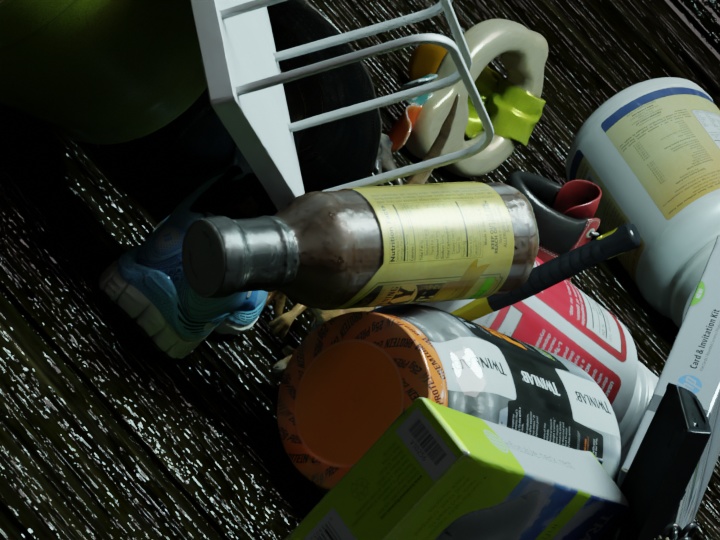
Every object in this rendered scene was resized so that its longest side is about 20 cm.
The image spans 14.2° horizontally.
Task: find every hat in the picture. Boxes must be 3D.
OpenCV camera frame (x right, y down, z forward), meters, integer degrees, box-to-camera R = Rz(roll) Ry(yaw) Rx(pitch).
[{"bbox_3d":[-0.083,-0.091,1.682,0.201,0.201,0.081,46,58,-3],"label":"hat"}]

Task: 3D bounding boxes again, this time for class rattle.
[{"bbox_3d":[0.043,-0.144,2.213,0.200,0.130,0.143,-20,53,-44],"label":"rattle"}]

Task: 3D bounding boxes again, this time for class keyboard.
[{"bbox_3d":[0.138,0.163,1.504,0.021,0.200,0.127,19,21,-8],"label":"keyboard"}]

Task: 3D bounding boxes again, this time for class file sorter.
[{"bbox_3d":[-0.018,-0.155,1.520,0.139,0.124,0.200,60,15,-61],"label":"file sorter"}]

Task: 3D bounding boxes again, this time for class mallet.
[{"bbox_3d":[0.066,0.024,1.651,0.041,0.200,0.066,62,23,-5],"label":"mallet"}]

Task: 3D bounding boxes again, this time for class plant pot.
[{"bbox_3d":[-0.168,-0.167,1.557,0.193,0.200,0.201,44,12,-53],"label":"plant pot"}]

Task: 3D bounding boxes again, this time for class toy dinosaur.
[{"bbox_3d":[0.000,0.000,1.662,0.060,0.106,0.200,44,55,-27],"label":"toy dinosaur"}]

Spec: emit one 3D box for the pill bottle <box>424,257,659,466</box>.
[{"bbox_3d":[0.100,0.054,1.802,0.200,0.112,0.112,36,19,-33],"label":"pill bottle"}]

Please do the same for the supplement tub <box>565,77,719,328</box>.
[{"bbox_3d":[0.275,-0.049,2.428,0.144,0.144,0.200,27,26,-49],"label":"supplement tub"}]

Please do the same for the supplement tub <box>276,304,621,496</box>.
[{"bbox_3d":[0.048,0.088,1.575,0.200,0.123,0.123,22,29,-56],"label":"supplement tub"}]

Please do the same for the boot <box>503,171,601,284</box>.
[{"bbox_3d":[0.133,0.017,1.919,0.200,0.144,0.072,35,18,-39],"label":"boot"}]

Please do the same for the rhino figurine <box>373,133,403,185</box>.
[{"bbox_3d":[-0.043,-0.117,1.938,0.200,0.060,0.088,43,30,-17],"label":"rhino figurine"}]

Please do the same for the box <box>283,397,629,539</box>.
[{"bbox_3d":[0.052,0.135,1.473,0.048,0.122,0.200,51,16,31],"label":"box"}]

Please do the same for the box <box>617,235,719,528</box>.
[{"bbox_3d":[0.190,0.102,1.715,0.041,0.156,0.200,19,49,12],"label":"box"}]

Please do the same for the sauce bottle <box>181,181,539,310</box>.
[{"bbox_3d":[-0.001,-0.012,1.506,0.200,0.065,0.065,-4,47,-35],"label":"sauce bottle"}]

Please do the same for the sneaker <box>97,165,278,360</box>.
[{"bbox_3d":[-0.069,-0.013,1.576,0.078,0.090,0.200,45,17,-2],"label":"sneaker"}]
